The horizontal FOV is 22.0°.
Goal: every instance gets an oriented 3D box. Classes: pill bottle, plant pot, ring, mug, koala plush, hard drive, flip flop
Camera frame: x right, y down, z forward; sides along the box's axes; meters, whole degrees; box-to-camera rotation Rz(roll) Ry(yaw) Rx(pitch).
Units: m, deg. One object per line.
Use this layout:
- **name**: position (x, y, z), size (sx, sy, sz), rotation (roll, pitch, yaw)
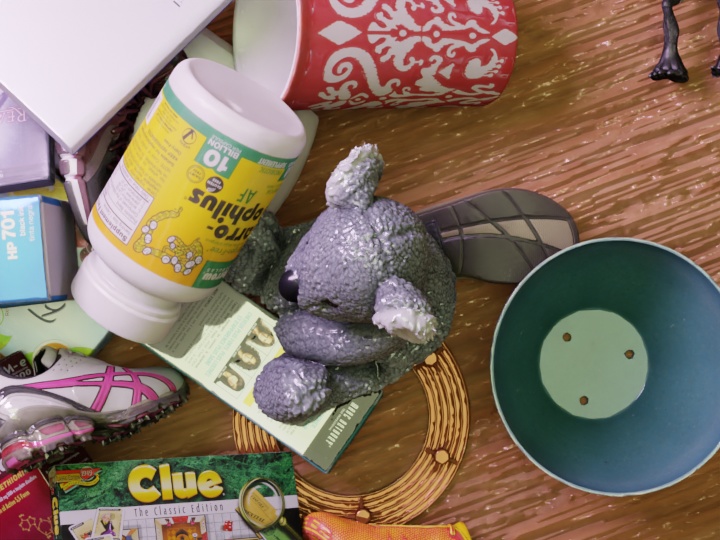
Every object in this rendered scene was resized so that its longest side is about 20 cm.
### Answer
- **pill bottle**: position (-0.135, -0.048, 1.388), size (0.113, 0.113, 0.200), rotation (33, 108, 0)
- **plant pot**: position (0.197, 0.077, 1.493), size (0.200, 0.135, 0.200), rotation (0, 88, -2)
- **ring**: position (-0.007, 0.122, 1.544), size (0.200, 0.019, 0.201), rotation (0, 89, -1)
- **mug**: position (0.022, -0.198, 1.459), size (0.200, 0.178, 0.134), rotation (0, 58, -26)
- **koala plush**: position (0.000, 0.000, 1.404), size (0.184, 0.200, 0.178), rotation (-14, 74, -13)
- **hard drive**: position (-0.198, -0.203, 1.423), size (0.132, 0.025, 0.200), rotation (43, 77, 6)
- **flip flop**: position (0.082, -0.020, 1.537), size (0.200, 0.058, 0.081), rotation (-12, 93, 13)

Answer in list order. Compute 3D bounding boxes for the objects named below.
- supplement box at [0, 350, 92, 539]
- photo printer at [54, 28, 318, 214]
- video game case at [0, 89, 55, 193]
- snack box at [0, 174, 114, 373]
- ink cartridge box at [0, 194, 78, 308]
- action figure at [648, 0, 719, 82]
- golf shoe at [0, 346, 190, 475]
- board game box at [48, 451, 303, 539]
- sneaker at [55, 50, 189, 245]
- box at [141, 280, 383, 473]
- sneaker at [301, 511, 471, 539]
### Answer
- **supplement box**: position (-0.268, 0.179, 1.490), size (0.109, 0.061, 0.200), rotation (-34, 88, 33)
- **photo printer**: position (-0.146, -0.113, 1.522), size (0.200, 0.069, 0.166), rotation (35, 88, 0)
- **video game case**: position (-0.319, -0.154, 1.503), size (0.143, 0.019, 0.200), rotation (-8, 70, 10)
- **snack box**: position (-0.281, -0.012, 1.523), size (0.200, 0.053, 0.142), rotation (38, 89, 0)
- **ink cartridge box**: position (-0.327, -0.007, 1.422), size (0.200, 0.146, 0.086), rotation (-4, 90, 0)
- **action figure**: position (0.283, -0.259, 1.526), size (0.119, 0.102, 0.200), rotation (-1, 90, 10)
- **golf shoe**: position (-0.214, 0.094, 1.464), size (0.073, 0.200, 0.092), rotation (-33, 78, 34)
- **board game box**: position (-0.143, 0.200, 1.460), size (0.200, 0.023, 0.105), rotation (-2, 71, -25)
- **sneaker**: position (-0.181, -0.125, 1.451), size (0.115, 0.076, 0.200), rotation (-8, 88, -2)
- **box**: position (-0.085, 0.077, 1.510), size (0.200, 0.049, 0.082), rotation (35, 85, 5)
- **sneaker**: position (0.046, 0.235, 1.525), size (0.200, 0.073, 0.077), rotation (22, 75, -9)
